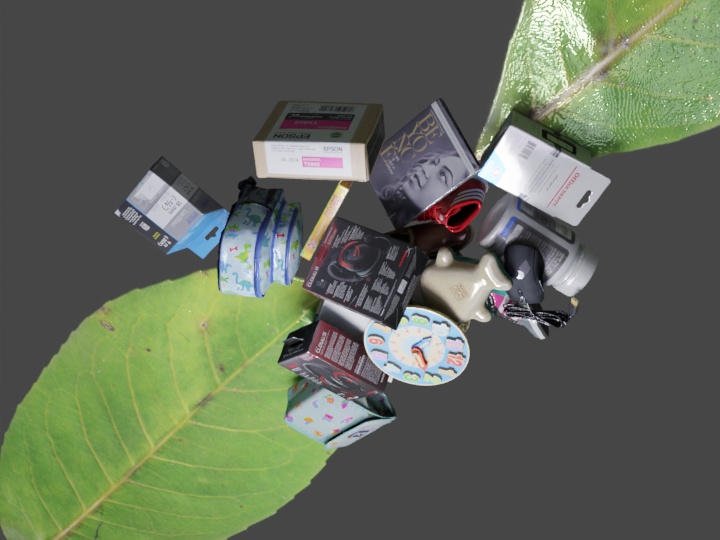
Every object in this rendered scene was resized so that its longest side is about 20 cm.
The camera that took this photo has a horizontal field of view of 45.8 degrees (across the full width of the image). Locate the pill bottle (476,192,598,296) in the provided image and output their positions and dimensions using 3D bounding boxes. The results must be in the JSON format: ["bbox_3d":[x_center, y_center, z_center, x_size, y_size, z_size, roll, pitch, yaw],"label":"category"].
[{"bbox_3d":[0.322,-0.044,1.544,0.200,0.114,0.114,32,126,-8],"label":"pill bottle"}]

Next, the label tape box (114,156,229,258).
[{"bbox_3d":[-0.367,-0.108,1.704,0.200,0.063,0.144,40,125,-14],"label":"label tape box"}]

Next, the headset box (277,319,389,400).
[{"bbox_3d":[-0.059,0.177,1.689,0.200,0.075,0.149,31,153,-20],"label":"headset box"}]

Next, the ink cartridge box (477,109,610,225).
[{"bbox_3d":[0.320,-0.176,1.481,0.200,0.068,0.116,28,126,-5],"label":"ink cartridge box"}]

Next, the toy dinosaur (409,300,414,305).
[{"bbox_3d":[0.078,0.089,1.605,0.088,0.047,0.200,-20,117,12],"label":"toy dinosaur"}]

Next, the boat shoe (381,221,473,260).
[{"bbox_3d":[0.110,-0.053,1.601,0.202,0.075,0.075,-13,83,22],"label":"boat shoe"}]

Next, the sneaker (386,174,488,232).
[{"bbox_3d":[0.129,-0.115,1.542,0.200,0.116,0.078,-19,118,25],"label":"sneaker"}]

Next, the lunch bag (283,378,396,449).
[{"bbox_3d":[-0.042,0.308,1.879,0.200,0.122,0.170,39,122,-24],"label":"lunch bag"}]

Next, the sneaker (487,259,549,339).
[{"bbox_3d":[0.272,0.072,1.655,0.121,0.084,0.200,-28,110,27],"label":"sneaker"}]

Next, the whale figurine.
[{"bbox_3d":[0.200,0.016,1.541,0.159,0.104,0.200,56,141,-4],"label":"whale figurine"}]

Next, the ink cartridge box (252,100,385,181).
[{"bbox_3d":[-0.068,-0.228,1.483,0.199,0.165,0.075,4,125,11],"label":"ink cartridge box"}]

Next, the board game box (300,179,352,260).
[{"bbox_3d":[-0.054,-0.118,1.598,0.030,0.096,0.200,26,126,-3],"label":"board game box"}]

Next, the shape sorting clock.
[{"bbox_3d":[0.103,0.143,1.580,0.199,0.039,0.200,6,130,7],"label":"shape sorting clock"}]

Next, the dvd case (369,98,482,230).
[{"bbox_3d":[0.103,-0.186,1.511,0.200,0.016,0.149,-35,74,31],"label":"dvd case"}]

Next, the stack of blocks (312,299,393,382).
[{"bbox_3d":[-0.008,0.146,1.793,0.200,0.059,0.115,20,127,0],"label":"stack of blocks"}]

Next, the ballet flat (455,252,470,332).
[{"bbox_3d":[0.192,0.047,1.669,0.046,0.067,0.200,15,126,37],"label":"ballet flat"}]

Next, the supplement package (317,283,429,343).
[{"bbox_3d":[0.034,0.059,1.690,0.200,0.111,0.156,20,127,-2],"label":"supplement package"}]

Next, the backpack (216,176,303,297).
[{"bbox_3d":[-0.188,-0.048,1.616,0.147,0.200,0.183,10,125,7],"label":"backpack"}]

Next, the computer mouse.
[{"bbox_3d":[0.317,0.040,1.514,0.140,0.046,0.200,13,141,19],"label":"computer mouse"}]

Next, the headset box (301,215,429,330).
[{"bbox_3d":[0.000,0.000,1.536,0.200,0.149,0.075,21,174,29],"label":"headset box"}]
